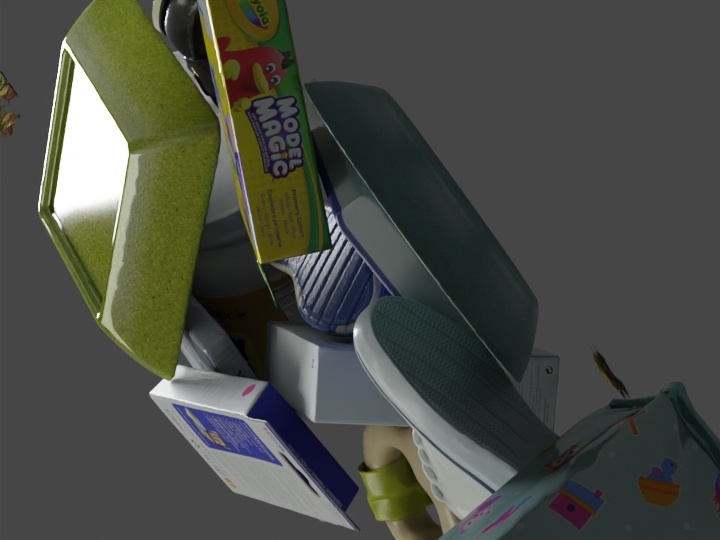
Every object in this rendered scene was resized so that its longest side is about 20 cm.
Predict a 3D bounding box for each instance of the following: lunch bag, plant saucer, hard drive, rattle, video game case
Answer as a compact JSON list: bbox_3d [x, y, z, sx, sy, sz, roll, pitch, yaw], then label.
[{"bbox_3d":[0.147,0.186,1.173,0.200,0.170,0.122,54,160,-5],"label":"lunch bag"},{"bbox_3d":[0.042,-0.031,1.240,0.200,0.036,0.200,53,-175,-7],"label":"plant saucer"},{"bbox_3d":[0.017,-0.027,1.338,0.132,0.025,0.200,51,-173,-24],"label":"hard drive"},{"bbox_3d":[0.087,0.126,1.503,0.200,0.142,0.131,120,139,-61],"label":"rattle"},{"bbox_3d":[-0.100,0.067,1.593,0.200,0.022,0.183,42,167,52],"label":"video game case"},{"bbox_3d":[-0.163,-0.060,1.509,0.200,0.048,0.201,54,139,46],"label":"plant saucer"}]

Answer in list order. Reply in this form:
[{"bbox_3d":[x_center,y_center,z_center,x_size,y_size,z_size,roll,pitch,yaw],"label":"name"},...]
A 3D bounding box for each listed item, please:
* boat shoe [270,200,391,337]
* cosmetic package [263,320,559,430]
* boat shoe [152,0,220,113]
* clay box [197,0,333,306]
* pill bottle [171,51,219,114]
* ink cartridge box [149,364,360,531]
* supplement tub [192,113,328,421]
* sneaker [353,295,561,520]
[{"bbox_3d":[0.000,0.000,1.445,0.072,0.072,0.200,27,-170,-22],"label":"boat shoe"},{"bbox_3d":[0.027,0.065,1.444,0.200,0.150,0.052,-164,79,-79],"label":"cosmetic package"},{"bbox_3d":[-0.079,-0.147,1.414,0.063,0.074,0.201,46,174,14],"label":"boat shoe"},{"bbox_3d":[-0.056,-0.091,1.286,0.115,0.047,0.201,-116,14,-71],"label":"clay box"},{"bbox_3d":[-0.113,-0.068,1.794,0.116,0.116,0.200,44,169,46],"label":"pill bottle"},{"bbox_3d":[-0.062,0.110,1.445,0.095,0.037,0.200,51,164,-19],"label":"ink cartridge box"},{"bbox_3d":[-0.055,-0.006,1.625,0.144,0.144,0.200,42,167,52],"label":"supplement tub"},{"bbox_3d":[0.061,0.100,1.252,0.200,0.073,0.071,45,129,-10],"label":"sneaker"}]
